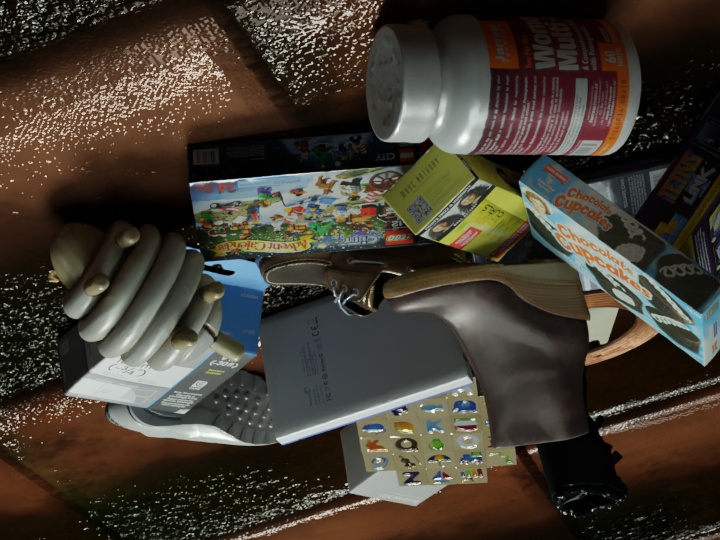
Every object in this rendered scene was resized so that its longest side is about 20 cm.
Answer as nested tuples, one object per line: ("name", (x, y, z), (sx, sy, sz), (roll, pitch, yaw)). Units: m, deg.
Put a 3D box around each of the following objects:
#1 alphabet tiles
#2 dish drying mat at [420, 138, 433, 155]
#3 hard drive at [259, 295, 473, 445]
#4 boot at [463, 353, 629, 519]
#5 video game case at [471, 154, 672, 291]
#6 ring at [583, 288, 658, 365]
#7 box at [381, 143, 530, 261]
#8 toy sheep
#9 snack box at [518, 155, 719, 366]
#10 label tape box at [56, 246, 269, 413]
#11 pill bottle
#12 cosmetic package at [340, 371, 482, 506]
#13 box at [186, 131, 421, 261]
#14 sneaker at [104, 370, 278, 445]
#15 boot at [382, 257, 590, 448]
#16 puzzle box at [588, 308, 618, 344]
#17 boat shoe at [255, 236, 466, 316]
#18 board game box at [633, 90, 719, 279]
("alphabet tiles", (0.080, 0.171, 1.949), (0.165, 0.006, 0.201), (-3, 141, 6))
("dish drying mat", (0.063, -0.092, 1.629), (0.076, 0.018, 0.201), (-3, 151, -7))
("hard drive", (0.002, 0.078, 1.789), (0.198, 0.133, 0.025), (-19, 150, 13))
("boot", (0.179, 0.145, 1.753), (0.073, 0.164, 0.198), (-25, 153, 27))
("video game case", (0.204, -0.026, 1.739), (0.198, 0.019, 0.144), (-12, 126, 3))
("ring", (0.204, 0.056, 1.793), (0.198, 0.019, 0.201), (-11, 157, -5))
("box", (0.095, -0.058, 1.595), (0.075, 0.050, 0.200), (-44, 160, 13))
("toy sheep", (-0.186, 0.025, 1.616), (0.199, 0.138, 0.138), (37, 133, -13))
("snack box", (0.225, -0.009, 1.577), (0.037, 0.200, 0.116), (-46, 155, -11))
("label tape box", (-0.179, 0.060, 1.764), (0.143, 0.064, 0.200), (12, 144, -37))
("pill bottle", (0.112, -0.146, 1.457), (0.198, 0.110, 0.110), (-1, 149, -19))
("cosmetic package", (0.077, 0.178, 2.040), (0.106, 0.091, 0.200), (14, 139, -34))
("box", (-0.047, -0.063, 1.603), (0.198, 0.038, 0.137), (-5, 150, -2))
("sneaker", (-0.168, 0.147, 1.928), (0.198, 0.077, 0.080), (13, 154, -30))
("boot", (0.118, 0.077, 1.649), (0.198, 0.168, 0.072), (-3, -177, -20))
("puzzle box", (0.168, 0.047, 1.904), (0.198, 0.026, 0.133), (-7, 151, -8))
("boat shoe", (0.000, 0.000, 1.695), (0.198, 0.073, 0.072), (-6, 155, 9))
("board game box", (0.315, -0.045, 1.667), (0.166, 0.056, 0.200), (-53, 153, -14))
